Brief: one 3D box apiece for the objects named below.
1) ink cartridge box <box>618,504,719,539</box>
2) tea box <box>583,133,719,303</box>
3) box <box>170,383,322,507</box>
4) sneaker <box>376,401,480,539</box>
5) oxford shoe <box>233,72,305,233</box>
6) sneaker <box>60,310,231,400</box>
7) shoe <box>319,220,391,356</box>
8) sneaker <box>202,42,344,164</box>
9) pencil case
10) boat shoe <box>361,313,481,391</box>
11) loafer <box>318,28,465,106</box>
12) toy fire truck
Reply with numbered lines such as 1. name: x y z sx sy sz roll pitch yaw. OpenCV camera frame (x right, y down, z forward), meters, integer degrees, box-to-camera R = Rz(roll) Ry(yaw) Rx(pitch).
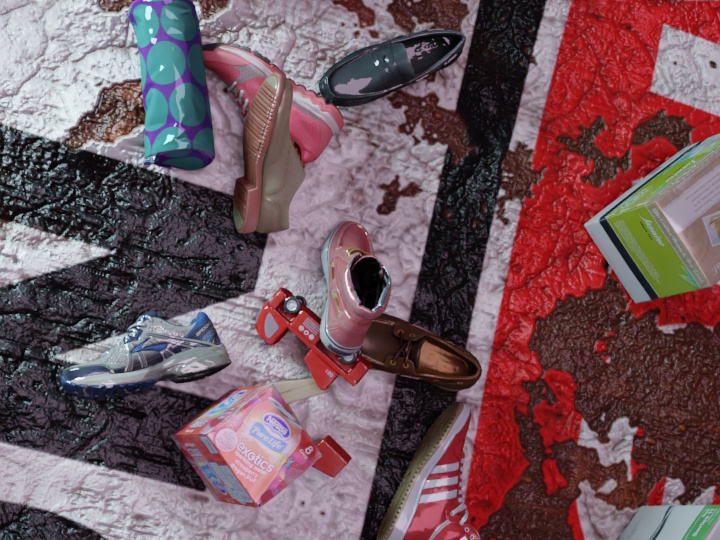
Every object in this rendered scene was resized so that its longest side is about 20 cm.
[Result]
1. ink cartridge box: 0.427 0.368 1.777 0.147 0.200 0.083 44 69 -10
2. tea box: 0.433 -0.073 1.836 0.200 0.197 0.134 -36 95 -20
3. box: -0.132 0.197 1.606 0.095 0.200 0.103 -36 95 -19
4. sneaker: 0.112 0.269 1.749 0.112 0.071 0.201 30 82 -9
5. oxford shoe: -0.101 -0.139 1.704 0.074 0.071 0.201 3 117 -23
6. sneaker: -0.255 0.095 1.654 0.199 0.077 0.086 -11 77 -27
7. shoe: 0.000 0.000 1.692 0.071 0.091 0.201 20 46 -16
8. sneaker: -0.118 -0.202 1.730 0.200 0.074 0.087 32 78 -11
9. pencil case: -0.226 -0.221 1.689 0.085 0.092 0.201 3 78 -58
10. boat shoe: 0.058 0.095 1.751 0.199 0.068 0.072 19 80 -11
11. loafer: 0.041 -0.261 1.792 0.200 0.070 0.068 -23 90 -20
12. toy fire truck: -0.063 0.133 1.707 0.200 0.049 0.141 41 96 4
